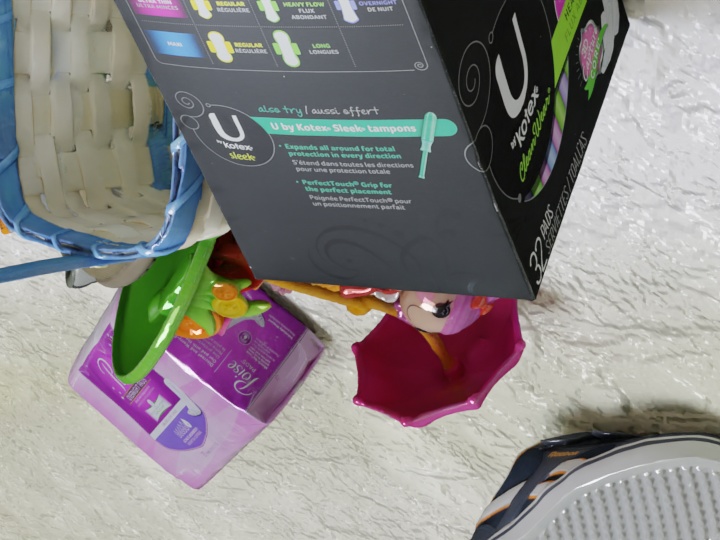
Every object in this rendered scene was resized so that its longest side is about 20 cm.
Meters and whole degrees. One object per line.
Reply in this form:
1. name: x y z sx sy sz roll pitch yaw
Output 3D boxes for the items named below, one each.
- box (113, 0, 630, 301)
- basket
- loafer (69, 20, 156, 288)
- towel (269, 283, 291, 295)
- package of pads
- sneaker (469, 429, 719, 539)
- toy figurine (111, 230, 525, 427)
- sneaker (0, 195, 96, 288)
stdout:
1. box: 0.005 -0.109 0.894 0.123 0.149 0.201 4 142 25
2. basket: -0.113 -0.081 0.971 0.138 0.178 0.199 6 -174 42
3. loafer: -0.110 -0.069 1.147 0.067 0.076 0.200 15 137 -10
4. towel: -0.081 -0.071 1.293 0.200 0.023 0.144 43 156 -8
5. package of pads: -0.106 0.057 1.497 0.120 0.076 0.200 38 157 -2
6. sneaker: 0.125 0.116 1.270 0.078 0.080 0.200 40 133 -20
7. toy figurine: 0.000 0.000 1.177 0.183 0.151 0.200 20 145 -16
8. sneaker: -0.196 -0.073 1.373 0.200 0.079 0.074 47 174 -14
